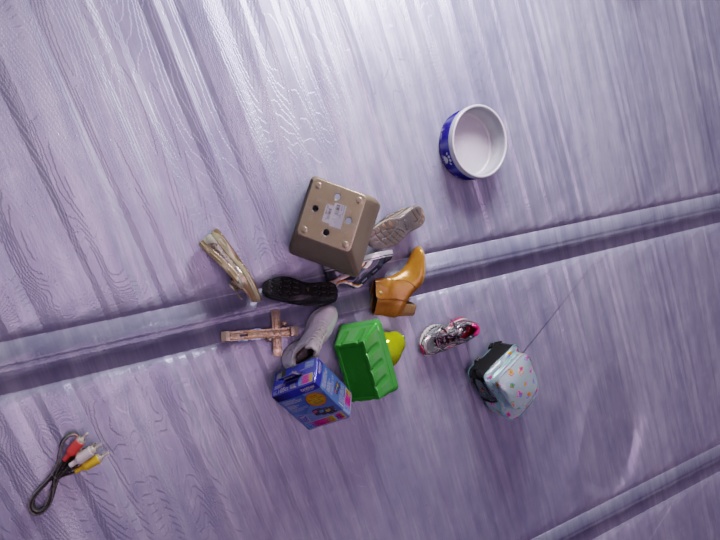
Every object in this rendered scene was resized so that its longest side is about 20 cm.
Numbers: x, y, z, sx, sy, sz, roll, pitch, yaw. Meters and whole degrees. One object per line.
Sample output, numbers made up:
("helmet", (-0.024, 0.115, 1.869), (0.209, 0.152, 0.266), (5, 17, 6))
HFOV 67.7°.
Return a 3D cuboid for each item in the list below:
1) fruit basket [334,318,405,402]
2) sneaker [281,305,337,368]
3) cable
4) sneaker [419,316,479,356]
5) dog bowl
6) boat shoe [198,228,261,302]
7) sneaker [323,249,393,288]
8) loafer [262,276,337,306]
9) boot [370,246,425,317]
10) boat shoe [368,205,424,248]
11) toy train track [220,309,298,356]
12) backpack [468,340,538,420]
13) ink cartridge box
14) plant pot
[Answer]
("fruit basket", (0.034, 0.229, 1.450), (0.215, 0.151, 0.224), (38, 46, -55))
("sneaker", (-0.116, 0.180, 1.377), (0.077, 0.099, 0.203), (40, 77, -19))
("cable", (-0.655, 0.438, 1.172), (0.200, 0.050, 0.098), (-45, 108, -17))
("sneaker", (0.257, 0.189, 1.563), (0.195, 0.074, 0.083), (-23, 102, -21))
("dog bowl", (0.327, -0.369, 1.562), (0.193, 0.078, 0.209), (-1, 93, -24))
("boat shoe", (-0.311, -0.001, 1.299), (0.062, 0.073, 0.203), (-35, 96, -11))
("sneaker", (0.000, 0.000, 1.434), (0.193, 0.078, 0.082), (-15, 94, -11))
("loafer", (-0.154, 0.061, 1.371), (0.192, 0.071, 0.070), (5, 60, -10))
("boot", (0.100, 0.028, 1.483), (0.139, 0.070, 0.209), (8, 95, -27))
("boat shoe", (0.089, -0.116, 1.471), (0.196, 0.073, 0.077), (-26, 107, -26))
("toy train track", (-0.249, 0.157, 1.340), (0.192, 0.032, 0.119), (-2, 78, -18))
("backpack", (0.446, 0.341, 1.621), (0.174, 0.152, 0.204), (-38, 114, -23))
("ink cartridge box", (-0.127, 0.300, 1.331), (0.133, 0.078, 0.201), (-22, 127, 22))
("plant pot", (-0.067, -0.119, 1.306), (0.193, 0.177, 0.207), (19, 85, 2))
